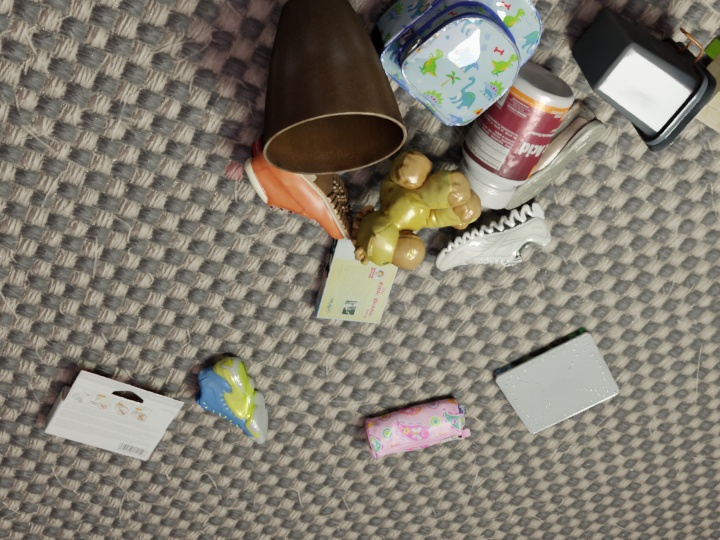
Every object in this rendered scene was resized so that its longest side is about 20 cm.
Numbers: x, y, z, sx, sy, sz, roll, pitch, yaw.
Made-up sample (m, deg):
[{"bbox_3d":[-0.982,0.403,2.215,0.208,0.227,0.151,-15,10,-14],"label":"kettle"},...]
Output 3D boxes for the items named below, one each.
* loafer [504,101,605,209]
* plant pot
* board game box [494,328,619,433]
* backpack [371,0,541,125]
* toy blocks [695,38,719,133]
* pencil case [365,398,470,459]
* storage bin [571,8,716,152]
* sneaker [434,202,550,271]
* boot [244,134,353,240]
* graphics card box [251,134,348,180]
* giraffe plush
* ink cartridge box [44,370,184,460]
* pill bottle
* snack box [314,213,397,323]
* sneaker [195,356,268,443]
[{"bbox_3d":[0.291,-0.180,1.391,0.200,0.063,0.072,-42,157,25],"label":"loafer"},{"bbox_3d":[-0.047,-0.254,1.159,0.185,0.202,0.187,-8,165,-2],"label":"plant pot"},{"bbox_3d":[0.386,0.219,1.737,0.199,0.026,0.200,-28,127,11],"label":"board game box"},{"bbox_3d":[0.140,-0.310,1.195,0.200,0.147,0.183,-42,126,19],"label":"backpack"},{"bbox_3d":[0.586,-0.281,1.346,0.136,0.100,0.200,18,123,-36],"label":"toy blocks"},{"bbox_3d":[0.109,0.308,1.719,0.198,0.088,0.088,-12,129,1],"label":"pencil case"},{"bbox_3d":[0.389,-0.286,1.238,0.134,0.201,0.146,28,119,-18],"label":"storage bin"},{"bbox_3d":[0.217,-0.038,1.454,0.199,0.082,0.075,-25,171,12],"label":"sneaker"},{"bbox_3d":[-0.085,-0.110,1.303,0.107,0.075,0.200,-21,129,22],"label":"boot"},{"bbox_3d":[-0.050,-0.200,1.307,0.200,0.051,0.125,-38,125,21],"label":"graphics card box"},{"bbox_3d":[0.060,-0.075,1.309,0.163,0.199,0.173,-61,150,-10],"label":"giraffe plush"},{"bbox_3d":[-0.443,0.252,1.597,0.199,0.044,0.174,23,120,-25],"label":"ink cartridge box"},{"bbox_3d":[0.222,-0.199,1.317,0.113,0.115,0.201,13,125,-20],"label":"pill bottle"},{"bbox_3d":[0.000,0.000,1.483,0.115,0.037,0.201,7,126,-15],"label":"snack box"},{"bbox_3d":[-0.238,0.240,1.616,0.104,0.076,0.201,-8,123,11],"label":"sneaker"}]
